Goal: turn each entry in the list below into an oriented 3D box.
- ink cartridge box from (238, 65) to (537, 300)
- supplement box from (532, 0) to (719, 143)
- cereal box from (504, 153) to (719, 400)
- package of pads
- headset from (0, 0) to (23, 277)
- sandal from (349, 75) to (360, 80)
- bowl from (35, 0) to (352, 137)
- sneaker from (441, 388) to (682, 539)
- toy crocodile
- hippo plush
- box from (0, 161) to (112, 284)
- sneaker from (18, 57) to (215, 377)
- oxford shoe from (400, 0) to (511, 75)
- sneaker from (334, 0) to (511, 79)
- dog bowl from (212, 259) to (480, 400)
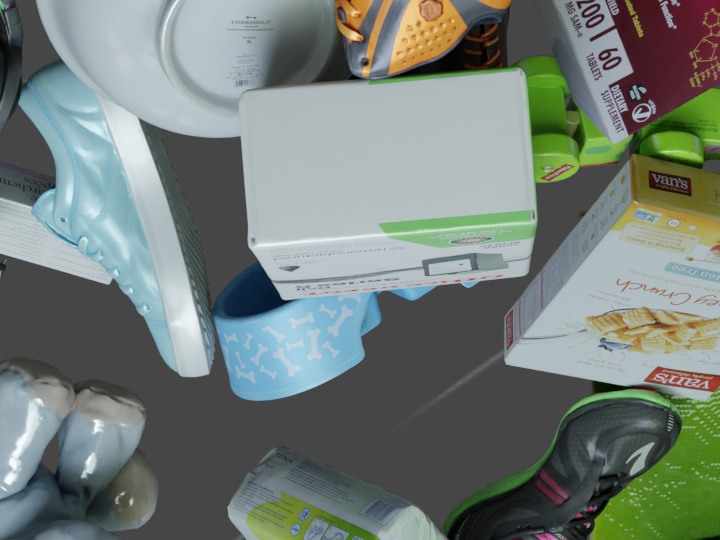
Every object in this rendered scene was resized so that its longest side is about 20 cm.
[{"bbox_3d":[0.018,-0.042,1.378,0.145,0.085,0.200,-5,172,2],"label":"ink cartridge box"},{"bbox_3d":[0.198,-0.170,1.460,0.199,0.061,0.109,-30,126,-4],"label":"supplement box"},{"bbox_3d":[0.188,0.009,1.586,0.143,0.040,0.200,11,147,-15],"label":"cereal box"},{"bbox_3d":[0.018,0.206,1.684,0.068,0.154,0.200,-49,127,-18],"label":"package of pads"},{"bbox_3d":[-0.239,-0.089,1.447,0.123,0.094,0.201,-16,114,-18],"label":"headset"},{"bbox_3d":[-0.074,-0.128,1.488,0.199,0.045,0.075,12,125,-38],"label":"sandal"},{"bbox_3d":[-0.067,-0.144,1.368,0.200,0.091,0.202,-8,125,-11],"label":"bowl"},{"bbox_3d":[0.136,0.151,1.694,0.077,0.084,0.200,28,122,-30],"label":"sneaker"},{"bbox_3d":[0.144,-0.085,1.538,0.199,0.068,0.062,-1,157,-7],"label":"toy crocodile"},{"bbox_3d":[-0.216,0.161,1.606,0.199,0.161,0.160,-24,126,10],"label":"hippo plush"},{"bbox_3d":[-0.232,-0.043,1.530,0.199,0.039,0.042,16,124,-19],"label":"box"},{"bbox_3d":[-0.143,-0.028,1.509,0.082,0.074,0.201,-17,95,8],"label":"sneaker"},{"bbox_3d":[0.062,-0.140,1.436,0.071,0.073,0.200,-20,155,-17],"label":"oxford shoe"},{"bbox_3d":[-0.020,-0.153,1.276,0.199,0.078,0.113,11,119,6],"label":"sneaker"},{"bbox_3d":[0.000,0.000,1.533,0.200,0.111,0.050,-33,112,-15],"label":"dog bowl"}]
